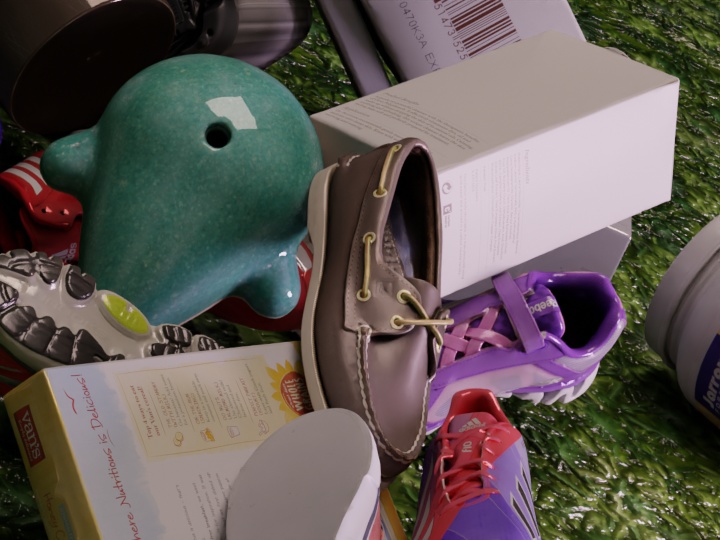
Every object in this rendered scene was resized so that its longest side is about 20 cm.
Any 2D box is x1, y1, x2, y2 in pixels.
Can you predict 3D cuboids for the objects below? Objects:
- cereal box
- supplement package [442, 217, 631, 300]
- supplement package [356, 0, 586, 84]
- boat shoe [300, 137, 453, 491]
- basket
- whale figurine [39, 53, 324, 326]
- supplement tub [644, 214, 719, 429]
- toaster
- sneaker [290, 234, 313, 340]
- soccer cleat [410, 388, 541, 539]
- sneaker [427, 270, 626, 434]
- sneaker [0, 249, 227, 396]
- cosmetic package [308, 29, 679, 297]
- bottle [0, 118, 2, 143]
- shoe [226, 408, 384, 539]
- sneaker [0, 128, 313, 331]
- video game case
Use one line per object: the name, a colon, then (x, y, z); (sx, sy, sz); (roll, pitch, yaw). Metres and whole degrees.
cereal box: (-0.067, 0.110, 1.211); (0.200, 0.039, 0.144); (-4, 69, -48)
supplement package: (0.106, -0.037, 1.643); (0.109, 0.114, 0.200); (23, 25, -4)
supplement package: (0.058, -0.183, 1.669); (0.117, 0.117, 0.200); (60, 2, -19)
boat shoe: (0.013, 0.017, 1.287); (0.072, 0.059, 0.200); (38, 36, -38)
basket: (-0.207, -0.189, 1.488); (0.136, 0.180, 0.200); (-30, 67, -16)
whale figurine: (-0.100, -0.026, 1.345); (0.159, 0.104, 0.200); (33, 69, 0)
supplement tub: (0.291, 0.061, 1.594); (0.200, 0.146, 0.145); (41, 29, 30)
toaster: (-0.120, -0.165, 1.597); (0.129, 0.200, 0.114); (-12, 79, -61)
sneaker: (0.000, 0.000, 1.492); (0.200, 0.094, 0.070); (41, 29, 26)
soccer cleat: (0.055, 0.109, 1.250); (0.068, 0.073, 0.200); (-3, 7, 3)
sneaker: (0.068, 0.039, 1.421); (0.200, 0.088, 0.081); (-11, 74, -32)
sneaker: (-0.126, 0.062, 1.279); (0.200, 0.085, 0.077); (39, 48, -19)
cosmetic package: (0.077, -0.065, 1.451); (0.200, 0.085, 0.107); (-20, 33, -36)
bottle: (-0.284, -0.121, 1.486); (0.083, 0.065, 0.200); (-2, 37, -38)
shoe: (-0.016, 0.157, 1.157); (0.071, 0.091, 0.200); (-14, 34, 14)
sneaker: (-0.127, -0.006, 1.429); (0.200, 0.079, 0.115); (25, 31, 26)
video game case: (-0.006, -0.153, 1.673); (0.182, 0.022, 0.200); (-113, 178, -73)
